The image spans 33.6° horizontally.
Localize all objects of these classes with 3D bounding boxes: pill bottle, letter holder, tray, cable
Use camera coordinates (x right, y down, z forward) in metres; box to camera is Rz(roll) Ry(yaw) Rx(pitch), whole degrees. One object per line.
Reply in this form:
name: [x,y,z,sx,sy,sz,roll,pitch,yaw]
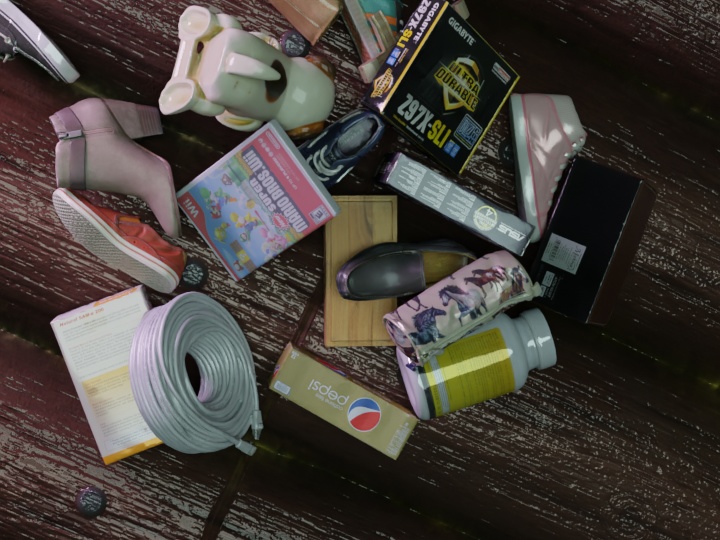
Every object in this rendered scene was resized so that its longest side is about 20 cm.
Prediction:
pill bottle: [0.155,0.119,1.594,0.198,0.112,0.113,-17,96,-4]
letter holder: [0.315,-0.036,1.616,0.100,0.142,0.202,23,95,24]
tray: [0.000,0.000,1.606,0.097,0.037,0.203,-1,94,-7]
cable: [-0.210,0.132,1.522,0.069,0.199,0.202,-17,65,31]

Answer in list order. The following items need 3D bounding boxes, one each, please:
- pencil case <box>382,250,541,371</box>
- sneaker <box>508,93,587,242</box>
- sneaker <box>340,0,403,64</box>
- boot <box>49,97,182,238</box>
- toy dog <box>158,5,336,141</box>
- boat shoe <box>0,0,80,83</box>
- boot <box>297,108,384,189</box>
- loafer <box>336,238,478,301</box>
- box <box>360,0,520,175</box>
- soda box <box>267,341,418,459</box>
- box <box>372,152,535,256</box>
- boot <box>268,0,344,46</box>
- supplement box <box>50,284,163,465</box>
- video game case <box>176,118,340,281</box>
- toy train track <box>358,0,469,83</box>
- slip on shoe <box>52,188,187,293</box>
pencil case: [0.131,0.048,1.531,0.199,0.078,0.090,-30,57,-13]
sneaker: [0.259,-0.142,1.604,0.103,0.075,0.203,-5,91,-1]
sneaker: [0.032,-0.314,1.568,0.079,0.071,0.202,-27,102,-9]
boot: [-0.318,-0.126,1.534,0.145,0.070,0.202,-11,78,-17]
toy dog: [-0.121,-0.245,1.508,0.199,0.193,0.141,16,77,-40]
boat shoe: [-0.445,-0.300,1.520,0.200,0.071,0.064,42,88,0]
boot: [-0.053,-0.142,1.559,0.200,0.090,0.073,-43,98,1]
loafer: [0.064,-0.003,1.563,0.198,0.072,0.074,-16,102,-26]
box: [0.106,-0.235,1.535,0.160,0.049,0.200,-57,140,1]
soda box: [-0.024,0.174,1.600,0.199,0.068,0.064,31,90,-7]
box: [0.118,-0.089,1.550,0.199,0.161,0.049,28,91,-8]
boot: [-0.099,-0.394,1.504,0.200,0.175,0.066,43,74,-5]
supplement box: [-0.309,0.134,1.562,0.125,0.074,0.202,-19,96,-4]
video game case: [-0.136,-0.086,1.533,0.199,0.017,0.144,-31,100,36]
toy train track: [0.078,-0.300,1.548,0.200,0.032,0.116,-39,114,-30]
slip on shoe: [-0.314,-0.048,1.558,0.199,0.074,0.061,33,57,-2]
